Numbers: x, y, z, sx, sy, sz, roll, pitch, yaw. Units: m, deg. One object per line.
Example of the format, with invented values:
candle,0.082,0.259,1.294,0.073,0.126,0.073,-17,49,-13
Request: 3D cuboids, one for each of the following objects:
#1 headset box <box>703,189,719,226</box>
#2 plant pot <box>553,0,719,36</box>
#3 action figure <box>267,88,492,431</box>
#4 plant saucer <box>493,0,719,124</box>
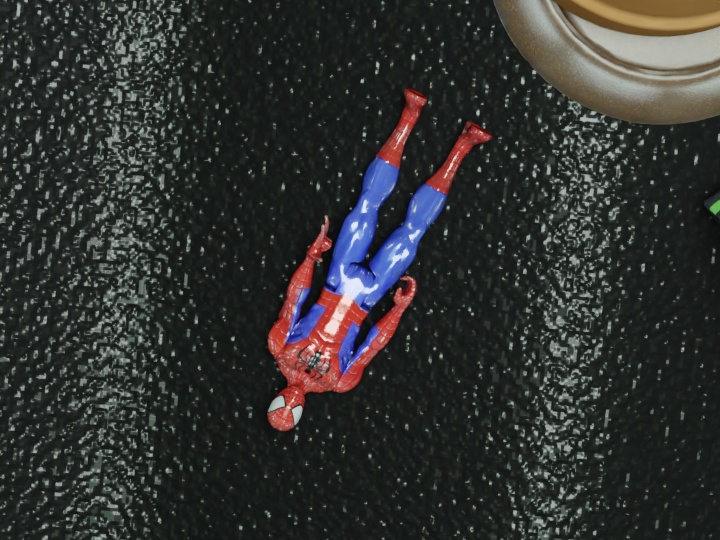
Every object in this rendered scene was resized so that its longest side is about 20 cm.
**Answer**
headset box,0.294,-0.031,1.006,0.174,0.200,0.093,-39,111,5
plant pot,0.160,-0.219,0.981,0.199,0.140,0.201,0,96,1
action figure,0.000,0.000,1.084,0.065,0.052,0.201,27,98,-6
plant saucer,0.168,-0.180,1.070,0.199,0.032,0.202,0,97,0
